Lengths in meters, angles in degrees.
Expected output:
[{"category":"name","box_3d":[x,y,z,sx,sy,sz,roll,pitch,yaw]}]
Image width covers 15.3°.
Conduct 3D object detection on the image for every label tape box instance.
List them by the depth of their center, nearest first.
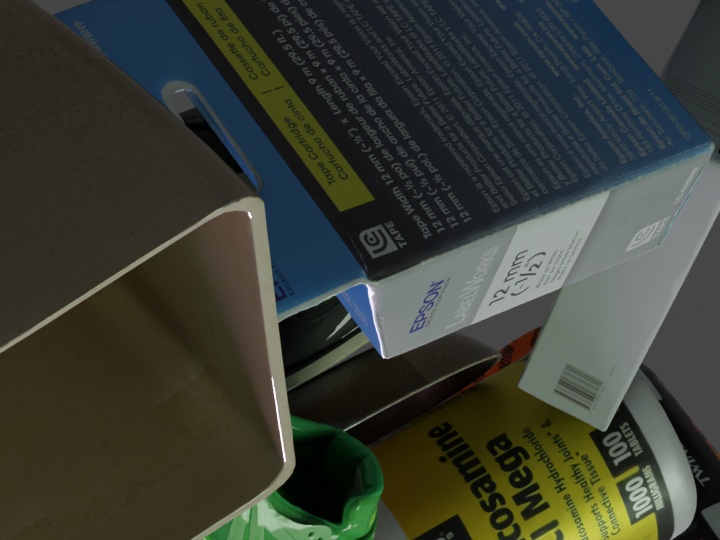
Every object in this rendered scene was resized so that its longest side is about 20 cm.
[{"category":"label tape box","box_3d":[0.004,-0.048,0.949,0.200,0.143,0.066,-22,152,-31]}]

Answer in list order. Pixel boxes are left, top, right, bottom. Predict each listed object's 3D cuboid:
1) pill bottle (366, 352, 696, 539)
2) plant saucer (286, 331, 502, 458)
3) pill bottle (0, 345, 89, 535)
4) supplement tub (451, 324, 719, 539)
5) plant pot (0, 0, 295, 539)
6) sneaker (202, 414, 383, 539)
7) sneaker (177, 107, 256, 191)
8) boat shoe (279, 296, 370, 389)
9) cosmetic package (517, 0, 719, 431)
[{"category":"pill bottle","box_3d":[0.050,0.121,1.272,0.200,0.113,0.113,-29,156,-13]},{"category":"plant saucer","box_3d":[-0.028,0.077,1.231,0.200,0.032,0.200,-29,173,-4]},{"category":"pill bottle","box_3d":[-0.188,0.088,0.930,0.199,0.113,0.113,-11,155,0]},{"category":"supplement tub","box_3d":[0.137,0.130,1.397,0.122,0.200,0.123,-30,156,-15]},{"category":"plant pot","box_3d":[-0.153,0.010,0.797,0.200,0.177,0.200,-31,157,-13]},{"category":"sneaker","box_3d":[-0.021,0.115,1.110,0.083,0.074,0.200,-23,133,13]},{"category":"sneaker","box_3d":[-0.075,-0.022,0.985,0.200,0.076,0.091,-32,152,-14]},{"category":"boat shoe","box_3d":[0.001,-0.001,1.147,0.201,0.063,0.074,-32,-173,23]},{"category":"cosmetic package","box_3d":[0.140,-0.044,1.184,0.151,0.052,0.200,-57,171,-37]}]
